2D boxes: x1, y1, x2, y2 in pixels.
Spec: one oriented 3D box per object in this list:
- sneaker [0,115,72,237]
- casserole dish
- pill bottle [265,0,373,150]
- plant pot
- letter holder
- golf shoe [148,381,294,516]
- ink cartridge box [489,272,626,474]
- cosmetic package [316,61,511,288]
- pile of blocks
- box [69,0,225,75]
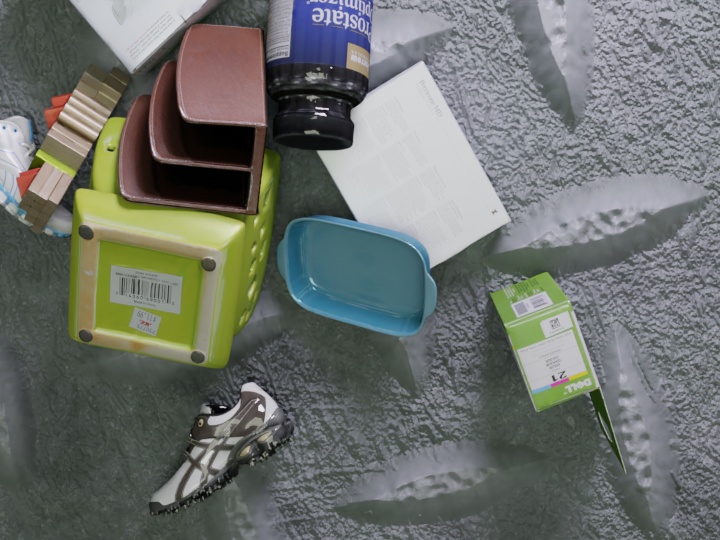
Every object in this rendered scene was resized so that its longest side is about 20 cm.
[{"bbox_3d":[-0.381,-0.121,1.149,0.200,0.075,0.087,42,91,-8],"label":"sneaker"},{"bbox_3d":[0.000,0.000,1.145,0.197,0.039,0.123,14,122,25],"label":"casserole dish"},{"bbox_3d":[-0.043,-0.232,1.078,0.110,0.112,0.204,3,86,0],"label":"pill bottle"},{"bbox_3d":[-0.201,-0.021,1.084,0.197,0.182,0.202,12,120,-1],"label":"plant pot"},{"bbox_3d":[-0.168,-0.159,1.035,0.140,0.201,0.102,4,128,-10],"label":"letter holder"},{"bbox_3d":[-0.175,0.209,1.217,0.199,0.078,0.095,-35,82,5],"label":"golf shoe"},{"bbox_3d":[0.217,0.120,1.147,0.075,0.148,0.203,-20,100,5],"label":"ink cartridge box"},{"bbox_3d":[0.055,-0.106,1.154,0.149,0.052,0.202,-29,99,9],"label":"cosmetic package"},{"bbox_3d":[-0.322,-0.141,1.122,0.062,0.082,0.202,31,67,-16],"label":"pile of blocks"},{"bbox_3d":[-0.217,-0.339,1.089,0.199,0.097,0.177,-41,98,8],"label":"box"}]
